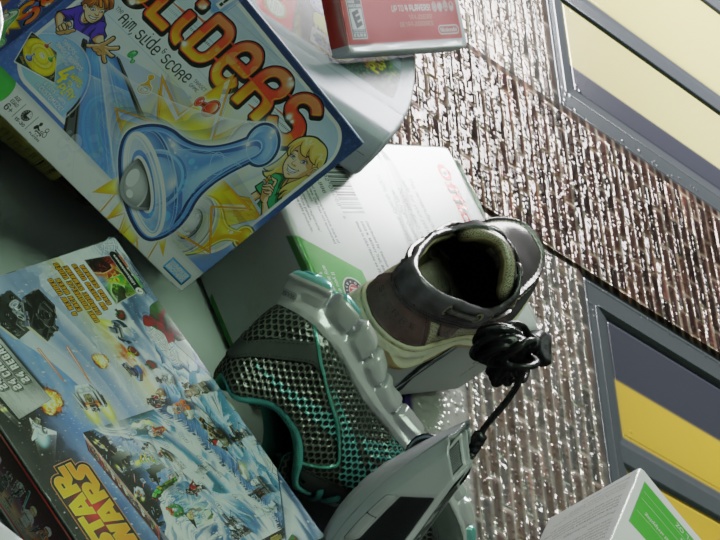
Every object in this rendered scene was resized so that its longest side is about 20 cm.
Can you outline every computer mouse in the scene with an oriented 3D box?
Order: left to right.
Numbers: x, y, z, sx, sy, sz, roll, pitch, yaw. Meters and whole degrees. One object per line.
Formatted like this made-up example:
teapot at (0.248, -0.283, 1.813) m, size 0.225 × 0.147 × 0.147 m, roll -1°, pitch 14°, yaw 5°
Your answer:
computer mouse at (0.028, 0.105, 1.050) m, size 0.044 × 0.200 × 0.110 m, roll 37°, pitch 7°, yaw 8°

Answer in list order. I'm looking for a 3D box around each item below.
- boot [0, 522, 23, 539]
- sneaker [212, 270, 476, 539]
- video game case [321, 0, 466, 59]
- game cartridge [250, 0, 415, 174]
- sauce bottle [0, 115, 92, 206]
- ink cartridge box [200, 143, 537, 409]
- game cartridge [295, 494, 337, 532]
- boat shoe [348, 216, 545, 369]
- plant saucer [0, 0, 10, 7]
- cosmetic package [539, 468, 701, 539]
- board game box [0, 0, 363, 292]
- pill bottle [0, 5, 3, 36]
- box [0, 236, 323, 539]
boot at (-0.191, 0.156, 0.893) m, size 0.200 × 0.074 × 0.096 m, roll 32°, pitch 52°, yaw -9°
sneaker at (-0.012, 0.100, 1.112) m, size 0.091 × 0.078 × 0.200 m, roll -38°, pitch 109°, yaw -16°
video game case at (0.007, -0.235, 1.284) m, size 0.143 × 0.017 × 0.201 m, roll -13°, pitch 92°, yaw -56°
game cartridge at (-0.027, -0.146, 1.281) m, size 0.133 × 0.041 × 0.200 m, roll 35°, pitch 30°, yaw -21°
sauce bottle at (-0.162, -0.081, 1.152) m, size 0.200 × 0.065 × 0.065 m, roll 39°, pitch 36°, yaw -20°
ink cartridge box at (0.000, 0.000, 1.257) m, size 0.200 × 0.083 × 0.147 m, roll -1°, pitch 60°, yaw -50°
game cartridge at (-0.013, 0.193, 1.109) m, size 0.200 × 0.040 × 0.134 m, roll 26°, pitch 38°, yaw -35°
boat shoe at (0.065, 0.004, 1.197) m, size 0.200 × 0.065 × 0.072 m, roll -20°, pitch 75°, yaw -56°
plant saucer at (-0.264, -0.149, 1.025) m, size 0.200 × 0.037 × 0.201 m, roll 3°, pitch 82°, yaw -27°
cosmetic package at (0.149, 0.226, 1.231) m, size 0.108 × 0.085 × 0.200 m, roll 49°, pitch 32°, yaw -10°
board game box at (-0.102, -0.091, 1.076) m, size 0.200 × 0.135 × 0.034 m, roll 47°, pitch 5°, yaw -45°
pill bottle at (-0.250, -0.070, 0.909) m, size 0.112 × 0.200 × 0.112 m, roll 31°, pitch 39°, yaw -30°
box at (-0.127, 0.086, 1.028) m, size 0.137 × 0.040 × 0.200 m, roll -20°, pitch 69°, yaw -48°
